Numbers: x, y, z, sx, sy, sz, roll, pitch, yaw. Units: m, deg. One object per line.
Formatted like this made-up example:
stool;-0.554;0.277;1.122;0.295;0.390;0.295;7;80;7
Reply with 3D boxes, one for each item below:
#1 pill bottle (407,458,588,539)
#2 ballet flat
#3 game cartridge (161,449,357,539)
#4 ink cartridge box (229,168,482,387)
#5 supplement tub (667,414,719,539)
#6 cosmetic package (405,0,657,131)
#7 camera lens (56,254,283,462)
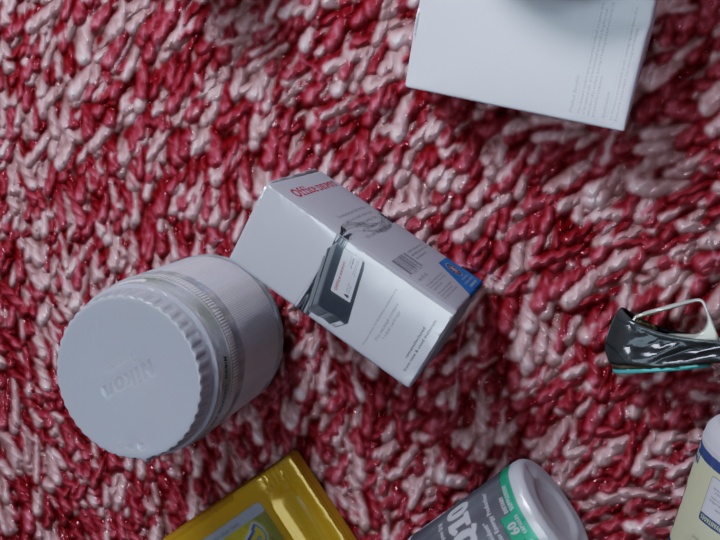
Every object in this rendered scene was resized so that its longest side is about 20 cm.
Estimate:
pill bottle;0.109;0.279;0.911;0.199;0.113;0.114;-41;87;18
ballet flat;0.315;0.060;0.839;0.196;0.068;0.070;2;91;16
game cartridge;-0.097;0.316;1.023;0.199;0.032;0.178;-36;88;20
ink cartridge box;0.000;0.000;0.880;0.199;0.144;0.085;35;108;9
supplement tub;0.339;0.240;0.819;0.143;0.145;0.204;17;104;13
cosmetic package;0.147;-0.196;0.838;0.197;0.081;0.115;16;103;15
camera lens;-0.173;0.076;0.915;0.157;0.200;0.163;3;100;16
